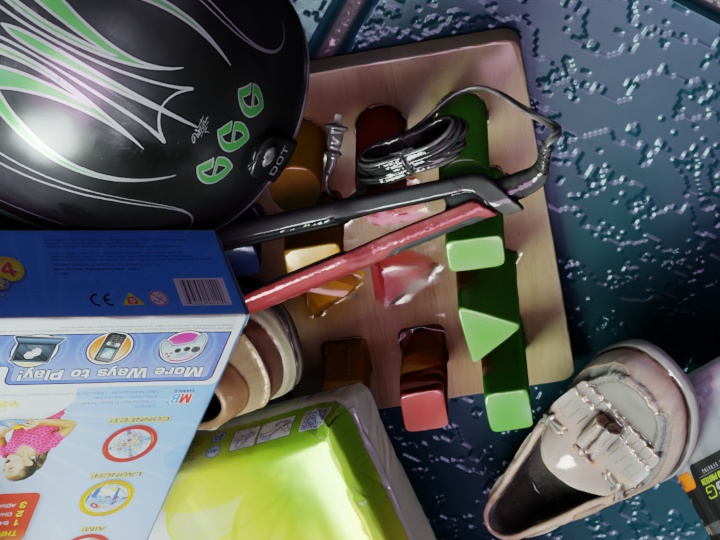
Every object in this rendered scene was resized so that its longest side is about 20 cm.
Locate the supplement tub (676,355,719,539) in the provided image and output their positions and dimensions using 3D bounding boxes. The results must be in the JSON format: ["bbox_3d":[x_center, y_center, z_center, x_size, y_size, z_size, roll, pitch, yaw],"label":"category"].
[{"bbox_3d":[0.243,0.126,1.458,0.122,0.122,0.201,-30,84,16],"label":"supplement tub"}]

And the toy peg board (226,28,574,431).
[{"bbox_3d":[0.000,0.000,1.450,0.198,0.098,0.201,-9,117,5],"label":"toy peg board"}]

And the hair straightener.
[{"bbox_3d":[0.003,-0.041,1.360,0.199,0.041,0.077,-21,85,18],"label":"hair straightener"}]

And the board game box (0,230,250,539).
[{"bbox_3d":[-0.177,0.068,1.323,0.199,0.056,0.196,0,137,-27],"label":"board game box"}]

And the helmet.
[{"bbox_3d":[-0.139,-0.109,1.327,0.200,0.200,0.190,-44,140,20],"label":"helmet"}]

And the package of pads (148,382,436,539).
[{"bbox_3d":[-0.034,0.167,1.476,0.154,0.068,0.201,-15,109,25],"label":"package of pads"}]

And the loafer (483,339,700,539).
[{"bbox_3d":[0.116,0.097,1.456,0.063,0.200,0.072,-37,82,-23],"label":"loafer"}]

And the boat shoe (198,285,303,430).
[{"bbox_3d":[-0.126,0.041,1.446,0.199,0.074,0.076,2,120,36],"label":"boat shoe"}]
